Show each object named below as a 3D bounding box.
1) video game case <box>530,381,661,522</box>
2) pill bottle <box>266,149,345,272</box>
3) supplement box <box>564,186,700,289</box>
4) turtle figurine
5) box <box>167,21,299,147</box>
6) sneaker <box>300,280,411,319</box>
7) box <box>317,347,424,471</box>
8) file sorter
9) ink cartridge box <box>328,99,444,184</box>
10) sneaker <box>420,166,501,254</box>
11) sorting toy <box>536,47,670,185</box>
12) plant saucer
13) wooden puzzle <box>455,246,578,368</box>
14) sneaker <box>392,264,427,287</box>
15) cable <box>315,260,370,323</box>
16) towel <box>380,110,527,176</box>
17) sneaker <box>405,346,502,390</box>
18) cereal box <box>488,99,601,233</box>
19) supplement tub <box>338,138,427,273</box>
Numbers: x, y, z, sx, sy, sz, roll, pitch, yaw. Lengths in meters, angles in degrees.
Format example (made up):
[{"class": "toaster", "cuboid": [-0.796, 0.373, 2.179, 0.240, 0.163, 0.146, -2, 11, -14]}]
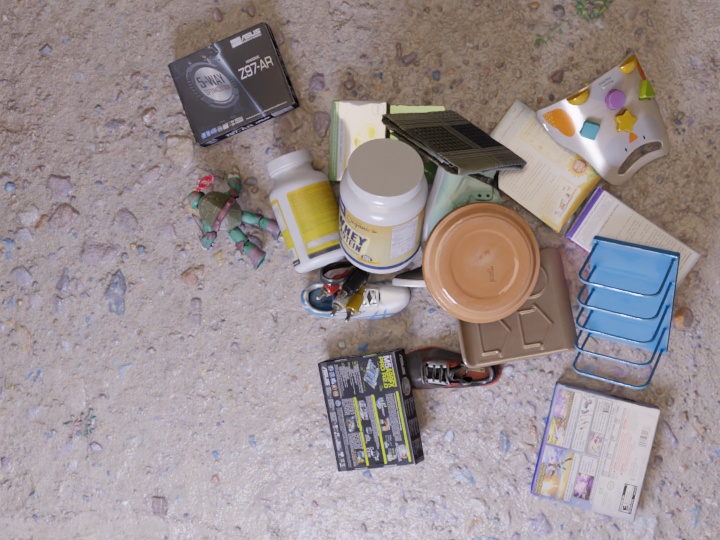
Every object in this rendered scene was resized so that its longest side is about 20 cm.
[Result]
[{"class": "video game case", "cuboid": [0.404, 0.311, 1.690, 0.180, 0.045, 0.202, 14, 93, 7]}, {"class": "pill bottle", "cuboid": [-0.095, -0.106, 1.729, 0.111, 0.112, 0.201, -20, 88, 9]}, {"class": "supplement box", "cuboid": [0.455, -0.043, 1.649, 0.199, 0.101, 0.104, 34, 96, 7]}, {"class": "turtle figurine", "cuboid": [-0.244, -0.096, 1.765, 0.199, 0.101, 0.150, 33, 96, 1]}, {"class": "box", "cuboid": [-0.231, -0.337, 1.781, 0.199, 0.044, 0.161, -21, 88, 9]}, {"class": "sneaker", "cuboid": [-0.010, 0.052, 1.739, 0.198, 0.072, 0.073, -3, 89, 8]}, {"class": "box", "cuboid": [0.018, 0.248, 1.727, 0.159, 0.044, 0.202, -12, 89, 27]}, {"class": "file sorter", "cuboid": [0.422, 0.071, 1.574, 0.138, 0.123, 0.201, 13, 129, 25]}, {"class": "ink cartridge box", "cuboid": [0.046, -0.227, 1.739, 0.198, 0.048, 0.147, 2, 91, 11]}, {"class": "sneaker", "cuboid": [0.176, -0.103, 1.688, 0.117, 0.074, 0.202, 20, 107, 16]}, {"class": "sorting toy", "cuboid": [0.434, -0.248, 1.642, 0.199, 0.107, 0.181, -34, 101, -4]}, {"class": "plant saucer", "cuboid": [0.202, -0.012, 1.618, 0.199, 0.032, 0.202, -1, 98, -7]}, {"class": "wooden puzzle", "cuboid": [0.263, 0.066, 1.693, 0.198, 0.046, 0.187, -10, 73, 5]}, {"class": "sneaker", "cuboid": [0.147, -0.026, 1.663, 0.198, 0.071, 0.100, -9, 93, -2]}, {"class": "cable", "cuboid": [0.000, 0.000, 1.717, 0.097, 0.050, 0.200, 39, 57, 9]}, {"class": "towel", "cuboid": [0.152, -0.209, 1.625, 0.192, 0.199, 0.035, 41, 124, 31]}, {"class": "sneaker", "cuboid": [0.147, 0.172, 1.710, 0.198, 0.082, 0.078, -5, 90, 9]}, {"class": "cereal box", "cuboid": [0.307, -0.181, 1.701, 0.200, 0.040, 0.144, 39, 96, 8]}, {"class": "supplement tub", "cuboid": [0.036, -0.105, 1.609, 0.143, 0.201, 0.145, 1, 55, -1]}]
